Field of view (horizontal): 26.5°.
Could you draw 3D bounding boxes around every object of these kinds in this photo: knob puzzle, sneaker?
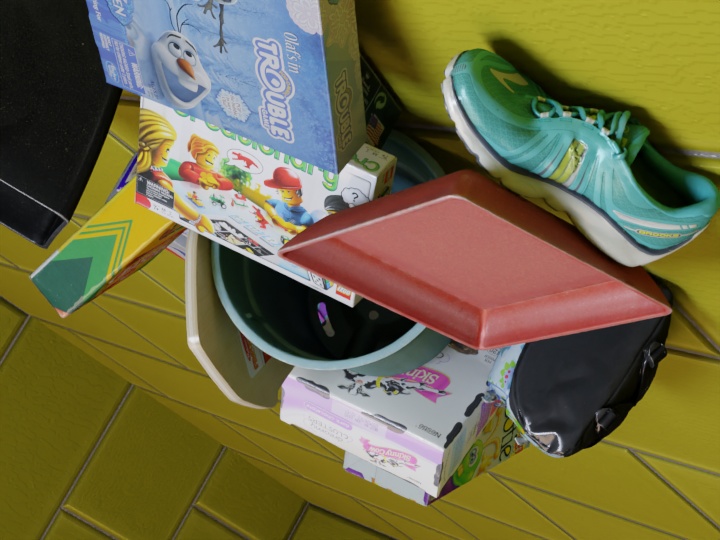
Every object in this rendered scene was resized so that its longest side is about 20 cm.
[{"bbox_3d":[-0.108,0.023,1.252,0.030,0.220,0.220,-8,151,19],"label":"knob puzzle"},{"bbox_3d":[0.140,-0.082,0.957,0.200,0.078,0.080,31,145,-18],"label":"sneaker"}]

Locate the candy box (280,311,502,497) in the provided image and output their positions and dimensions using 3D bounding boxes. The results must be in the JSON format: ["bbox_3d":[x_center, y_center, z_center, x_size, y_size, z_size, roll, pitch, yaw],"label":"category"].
[{"bbox_3d":[0.048,0.087,1.404,0.168,0.200,0.072,24,138,18],"label":"candy box"}]

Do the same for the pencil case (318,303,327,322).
[{"bbox_3d":[0.016,0.060,1.627,0.092,0.085,0.200,-20,153,8],"label":"pencil case"}]

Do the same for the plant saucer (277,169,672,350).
[{"bbox_3d":[0.078,-0.007,1.044,0.200,0.037,0.200,26,155,-31],"label":"plant saucer"}]

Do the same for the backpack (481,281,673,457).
[{"bbox_3d":[0.180,0.081,1.274,0.154,0.163,0.200,32,175,24],"label":"backpack"}]

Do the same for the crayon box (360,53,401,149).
[{"bbox_3d":[-0.081,-0.155,1.133,0.200,0.051,0.127,19,162,34],"label":"crayon box"}]

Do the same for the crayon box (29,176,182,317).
[{"bbox_3d":[-0.183,-0.048,1.327,0.200,0.127,0.051,-38,91,35],"label":"crayon box"}]

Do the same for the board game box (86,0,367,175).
[{"bbox_3d":[-0.095,-0.174,0.989,0.199,0.043,0.200,22,145,22],"label":"board game box"}]

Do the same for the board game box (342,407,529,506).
[{"bbox_3d":[0.087,0.144,1.535,0.103,0.105,0.200,20,-157,31],"label":"board game box"}]

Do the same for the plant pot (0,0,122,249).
[{"bbox_3d":[-0.304,-0.154,1.315,0.200,0.177,0.200,31,166,-11],"label":"plant pot"}]

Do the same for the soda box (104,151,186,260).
[{"bbox_3d":[-0.180,-0.046,1.676,0.200,0.068,0.063,31,166,-8],"label":"soda box"}]

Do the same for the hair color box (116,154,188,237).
[{"bbox_3d":[-0.142,-0.057,1.575,0.200,0.065,0.109,33,165,-19],"label":"hair color box"}]

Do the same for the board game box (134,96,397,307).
[{"bbox_3d":[-0.075,-0.067,1.134,0.200,0.035,0.126,25,133,17],"label":"board game box"}]

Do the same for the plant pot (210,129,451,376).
[{"bbox_3d":[0.000,0.000,1.265,0.200,0.200,0.196,25,173,17],"label":"plant pot"}]
